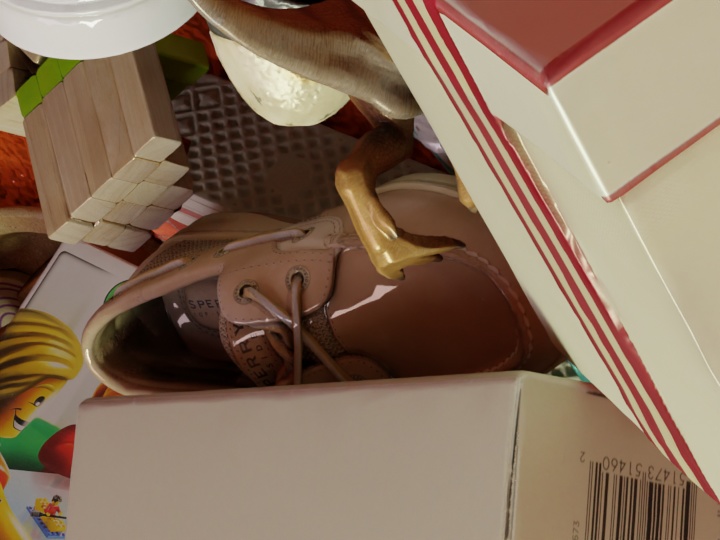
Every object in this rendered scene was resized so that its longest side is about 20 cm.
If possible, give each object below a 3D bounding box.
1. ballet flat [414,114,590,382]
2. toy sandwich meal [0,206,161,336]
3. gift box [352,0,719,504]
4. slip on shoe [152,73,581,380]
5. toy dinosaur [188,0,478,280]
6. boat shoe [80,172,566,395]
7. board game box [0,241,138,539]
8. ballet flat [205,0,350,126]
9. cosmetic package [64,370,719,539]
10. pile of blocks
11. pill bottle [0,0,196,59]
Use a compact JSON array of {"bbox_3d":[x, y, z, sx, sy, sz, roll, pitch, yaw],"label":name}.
[{"bbox_3d":[0.053,-0.051,0.928,0.072,0.072,0.200,-9,125,50],"label":"ballet flat"},{"bbox_3d":[-0.098,0.058,1.190,0.204,0.070,0.206,27,145,20],"label":"toy sandwich meal"},{"bbox_3d":[0.090,-0.063,0.719,0.200,0.184,0.187,36,161,57],"label":"gift box"},{"bbox_3d":[0.000,0.000,1.024,0.199,0.074,0.061,30,152,26],"label":"slip on shoe"},{"bbox_3d":[0.007,-0.057,0.826,0.060,0.199,0.107,-28,74,44],"label":"toy dinosaur"},{"bbox_3d":[-0.012,0.016,0.928,0.199,0.065,0.073,-1,116,50],"label":"boat shoe"},{"bbox_3d":[-0.050,0.083,1.026,0.199,0.127,0.035,25,163,23],"label":"board game box"},{"bbox_3d":[-0.007,-0.127,0.825,0.057,0.066,0.201,-117,32,-55],"label":"ballet flat"},{"bbox_3d":[0.011,0.075,0.880,0.103,0.074,0.199,13,167,-38],"label":"cosmetic package"},{"bbox_3d":[-0.097,-0.081,1.021,0.200,0.062,0.082,48,115,42],"label":"pile of blocks"},{"bbox_3d":[-0.094,-0.161,0.883,0.112,0.113,0.201,21,143,26],"label":"pill bottle"}]
